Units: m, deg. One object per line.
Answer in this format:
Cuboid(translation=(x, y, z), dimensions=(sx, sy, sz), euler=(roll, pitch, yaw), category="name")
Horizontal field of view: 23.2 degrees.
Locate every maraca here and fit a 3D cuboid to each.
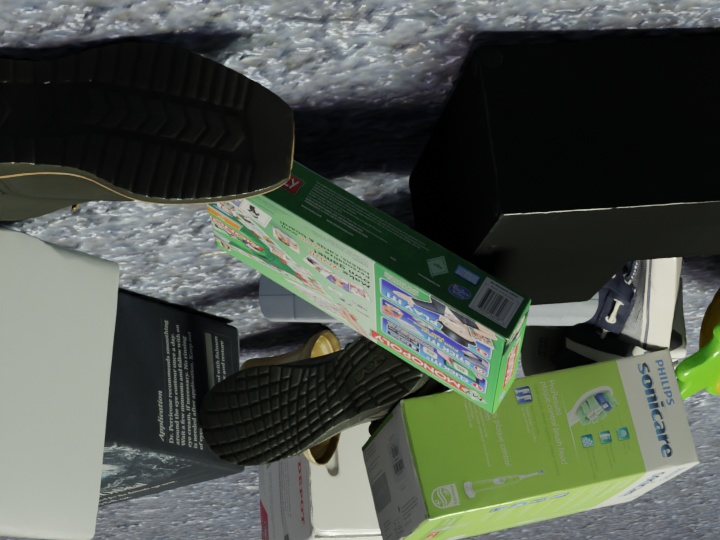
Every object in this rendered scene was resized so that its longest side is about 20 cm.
Cuboid(translation=(0.294, 0.045, 1.258), dimensions=(0.199, 0.107, 0.138), euler=(-7, 141, -48), category="maraca")

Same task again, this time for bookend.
Cuboid(translation=(0.144, -0.048, 0.975), dimensions=(0.198, 0.093, 0.199), euler=(-4, 164, -10), category="bookend")

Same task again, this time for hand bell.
Cuboid(translation=(-0.121, 0.096, 1.382), dimensions=(0.198, 0.105, 0.104), euler=(1, 165, 17), category="hand bell")

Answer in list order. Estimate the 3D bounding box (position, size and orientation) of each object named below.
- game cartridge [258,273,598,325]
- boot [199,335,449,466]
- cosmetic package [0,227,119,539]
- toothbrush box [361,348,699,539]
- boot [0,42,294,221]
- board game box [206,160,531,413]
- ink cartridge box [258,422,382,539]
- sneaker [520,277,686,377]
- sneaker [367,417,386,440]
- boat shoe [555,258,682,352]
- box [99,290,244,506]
Cuboid(translation=(0.038, 0.018, 1.143), dimensions=(0.198, 0.041, 0.133), euler=(-1, 174, 37), category="game cartridge")
Cuboid(translation=(-0.004, 0.090, 1.244), dimensions=(0.198, 0.068, 0.130), euler=(-20, 168, 27), category="boot")
Cuboid(translation=(-0.271, 0.063, 1.013), dimensions=(0.198, 0.168, 0.167), euler=(-4, 166, 36), category="cosmetic package")
Cuboid(translation=(0.115, 0.129, 1.230), dimensions=(0.198, 0.087, 0.146), euler=(-9, 164, -13), category="toothbrush box")
Cuboid(translation=(-0.131, -0.060, 0.905), dimensions=(0.198, 0.078, 0.138), euler=(8, 166, 2), category="boot")
Cuboid(translation=(0.000, 0.000, 0.985), dimensions=(0.199, 0.029, 0.135), euler=(31, 163, 12), category="board game box")
Cuboid(translation=(-0.030, 0.177, 1.522), dimensions=(0.084, 0.147, 0.200), euler=(0, 162, -14), category="ink cartridge box")
Cuboid(translation=(0.180, 0.059, 1.346), dimensions=(0.128, 0.080, 0.199), euler=(-2, 168, 6), category="sneaker")
Cuboid(translation=(0.046, 0.086, 1.347), dimensions=(0.070, 0.100, 0.200), euler=(0, 160, -10), category="sneaker")
Cuboid(translation=(0.166, -0.005, 1.157), dimensions=(0.092, 0.075, 0.201), euler=(9, 153, 11), category="boat shoe")
Cuboid(translation=(-0.220, 0.098, 1.274), dimensions=(0.195, 0.119, 0.199), euler=(-17, 158, 32), category="box")
